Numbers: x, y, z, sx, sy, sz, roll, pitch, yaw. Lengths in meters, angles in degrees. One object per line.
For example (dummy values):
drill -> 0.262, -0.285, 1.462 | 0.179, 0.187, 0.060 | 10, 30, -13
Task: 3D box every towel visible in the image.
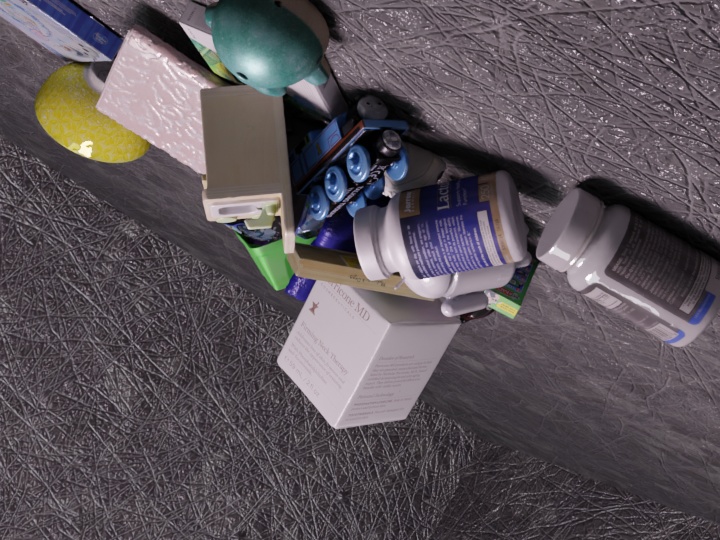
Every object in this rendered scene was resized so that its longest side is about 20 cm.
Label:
towel -> -0.021, -0.038, 1.816 | 0.148, 0.200, 0.050 | 8, -148, -41
towel -> -0.261, -0.234, 1.652 | 0.200, 0.032, 0.191 | 32, 144, -10

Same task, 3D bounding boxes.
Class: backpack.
backpack -> -0.120, -0.127, 1.731 | 0.147, 0.183, 0.200 | 18, 172, -22

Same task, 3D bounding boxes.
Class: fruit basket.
fruit basket -> -0.103, -0.097, 1.888 | 0.216, 0.216, 0.156 | 34, -176, -25

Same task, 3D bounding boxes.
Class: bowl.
bowl -> -0.418, -0.283, 1.916 | 0.200, 0.200, 0.108 | 30, 127, -7

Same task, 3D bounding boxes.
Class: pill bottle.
pill bottle -> 0.099, -0.051, 1.467 | 0.200, 0.116, 0.116 | -11, 156, 15
pill bottle -> 0.312, -0.006, 1.360 | 0.200, 0.114, 0.114 | 30, 170, -6

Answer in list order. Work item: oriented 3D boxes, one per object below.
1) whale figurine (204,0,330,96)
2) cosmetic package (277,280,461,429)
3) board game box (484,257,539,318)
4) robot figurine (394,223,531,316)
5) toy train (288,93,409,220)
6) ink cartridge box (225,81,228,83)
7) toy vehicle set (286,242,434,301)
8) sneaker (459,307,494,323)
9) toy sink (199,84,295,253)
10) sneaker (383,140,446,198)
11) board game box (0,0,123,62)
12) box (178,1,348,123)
whale figurine -> -0.113, -0.242, 1.323 | 0.159, 0.104, 0.200 | 29, 160, -4
cosmetic package -> 0.011, 0.108, 1.800 | 0.166, 0.200, 0.167 | 0, -145, -46
board game box -> 0.154, -0.019, 1.717 | 0.200, 0.135, 0.029 | 28, 127, 4
robot figurine -> 0.133, -0.025, 1.602 | 0.200, 0.170, 0.113 | -10, -178, -23
toy train -> -0.016, -0.141, 1.486 | 0.087, 0.114, 0.200 | -6, 159, -34
ink cartridge box -> -0.270, -0.252, 1.796 | 0.146, 0.084, 0.200 | 30, 169, -9
toy vehicle set -> 0.000, 0.000, 1.678 | 0.200, 0.027, 0.124 | 11, -170, -11
sneaker -> 0.145, 0.019, 1.799 | 0.200, 0.116, 0.076 | 14, 176, -9
toy sink -> -0.148, -0.124, 1.512 | 0.112, 0.200, 0.130 | -5, 172, -4
sneaker -> 0.026, -0.150, 1.558 | 0.200, 0.075, 0.081 | 18, 156, 44
board game box -> -0.490, -0.394, 1.807 | 0.200, 0.043, 0.199 | 35, 167, -33
box -> -0.121, -0.261, 1.494 | 0.200, 0.036, 0.144 | 27, 170, 20
